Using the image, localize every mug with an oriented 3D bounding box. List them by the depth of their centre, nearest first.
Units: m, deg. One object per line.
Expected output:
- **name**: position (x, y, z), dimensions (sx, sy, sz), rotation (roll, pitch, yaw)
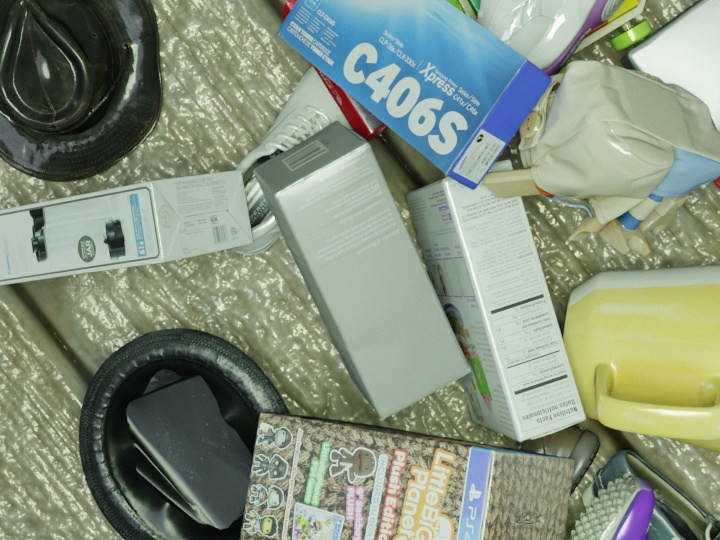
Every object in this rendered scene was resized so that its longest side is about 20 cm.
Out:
- **mug**: position (0.232, 0.059, 1.039), dimensions (0.152, 0.187, 0.151), rotation (5, 79, 16)

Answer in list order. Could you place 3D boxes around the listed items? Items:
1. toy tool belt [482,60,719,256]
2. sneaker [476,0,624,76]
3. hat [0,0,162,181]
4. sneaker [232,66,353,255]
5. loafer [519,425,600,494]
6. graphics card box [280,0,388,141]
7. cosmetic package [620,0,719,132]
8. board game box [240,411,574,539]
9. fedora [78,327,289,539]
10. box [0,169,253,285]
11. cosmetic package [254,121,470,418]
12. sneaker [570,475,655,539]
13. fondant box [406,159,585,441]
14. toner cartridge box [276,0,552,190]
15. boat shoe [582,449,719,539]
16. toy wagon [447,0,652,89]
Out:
- **toy tool belt**: position (0.194, -0.073, 0.984), dimensions (0.123, 0.198, 0.126), rotation (-42, 48, 42)
- **sneaker**: position (0.113, -0.180, 0.994), dimensions (0.100, 0.075, 0.200), rotation (42, 96, 15)
- **hat**: position (-0.261, -0.175, 1.131), dimensions (0.198, 0.081, 0.203), rotation (1, 94, 9)
- **sneaker**: position (-0.049, -0.096, 1.112), dimensions (0.073, 0.071, 0.201), rotation (32, 96, 4)
- **loafer**: position (0.117, 0.203, 1.121), dimensions (0.071, 0.073, 0.201), rotation (35, 93, 14)
- **graphics card box**: position (0.052, -0.208, 1.079), dimensions (0.199, 0.051, 0.126), rotation (-33, 89, -7)
- **cosmetic package**: position (0.311, -0.181, 1.050), dimensions (0.199, 0.090, 0.107), rotation (-34, 92, 11)
- **board game box**: position (0.038, 0.173, 1.036), dimensions (0.198, 0.159, 0.098), rotation (6, 84, 30)
- **fedora**: position (-0.134, 0.143, 1.132), dimensions (0.198, 0.092, 0.203), rotation (1, 95, 8)
- **box**: position (-0.199, -0.032, 1.081), dimensions (0.198, 0.116, 0.061), rotation (-8, 94, 34)
- **cosmetic package**: position (0.000, 0.000, 1.050), dimensions (0.090, 0.107, 0.201), rotation (-30, 111, -6)
- **sneaker**: position (0.200, 0.258, 1.045), dimensions (0.099, 0.070, 0.202), rotation (20, 99, -2)
- **fondant box**: position (0.101, 0.023, 1.061), dimensions (0.058, 0.144, 0.202), rotation (-16, 92, -9)
- **toner cartridge box**: position (0.034, -0.153, 0.970), dimensions (0.200, 0.043, 0.095), rotation (42, 101, 34)
- **boat shoe**: position (0.273, 0.220, 1.092), dimensions (0.200, 0.075, 0.062), rotation (40, 122, 11)
- **toy wagon**: position (0.127, -0.215, 1.040), dimensions (0.199, 0.040, 0.156), rotation (-31, 94, -6)
